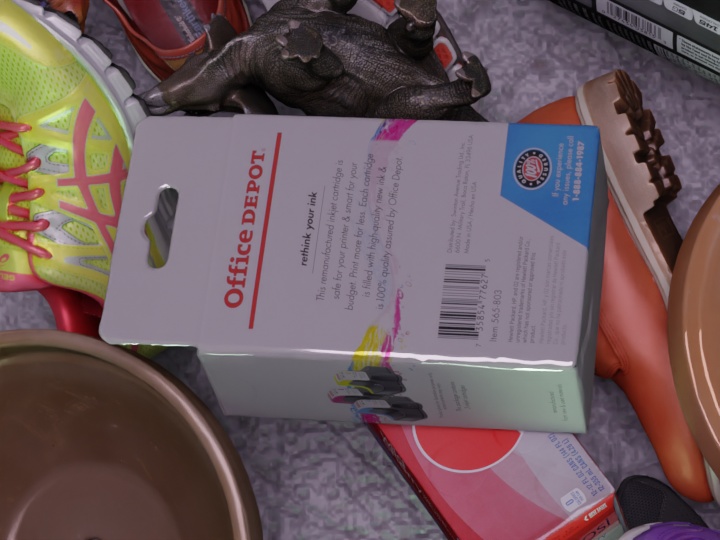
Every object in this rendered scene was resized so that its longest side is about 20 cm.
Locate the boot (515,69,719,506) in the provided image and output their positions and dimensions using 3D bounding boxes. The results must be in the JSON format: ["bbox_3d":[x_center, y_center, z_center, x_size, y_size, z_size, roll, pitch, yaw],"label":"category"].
[{"bbox_3d":[0.108,0.022,1.300,0.107,0.075,0.200,-23,82,16],"label":"boot"}]

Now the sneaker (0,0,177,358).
[{"bbox_3d":[-0.133,-0.032,1.263,0.090,0.078,0.200,-40,119,-24],"label":"sneaker"}]

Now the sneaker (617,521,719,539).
[{"bbox_3d":[0.195,0.150,1.210,0.200,0.088,0.081,24,57,-27],"label":"sneaker"}]

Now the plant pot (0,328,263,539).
[{"bbox_3d":[-0.130,0.127,1.272,0.201,0.093,0.201,-1,87,15],"label":"plant pot"}]

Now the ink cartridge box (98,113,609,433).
[{"bbox_3d":[0.000,0.000,1.223,0.200,0.068,0.115,3,63,10],"label":"ink cartridge box"}]

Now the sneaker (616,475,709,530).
[{"bbox_3d":[0.075,0.166,1.277,0.200,0.074,0.085,-31,74,-10],"label":"sneaker"}]

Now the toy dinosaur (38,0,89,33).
[{"bbox_3d":[-0.209,-0.073,1.298,0.105,0.200,0.181,47,118,-5],"label":"toy dinosaur"}]

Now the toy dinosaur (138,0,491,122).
[{"bbox_3d":[0.004,-0.085,1.272,0.200,0.102,0.077,12,69,-8],"label":"toy dinosaur"}]

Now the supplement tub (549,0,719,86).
[{"bbox_3d":[0.173,-0.141,1.270,0.200,0.123,0.123,28,83,21],"label":"supplement tub"}]

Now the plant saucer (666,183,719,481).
[{"bbox_3d":[0.230,0.031,1.261,0.200,0.032,0.201,5,75,-20],"label":"plant saucer"}]

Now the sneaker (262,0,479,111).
[{"bbox_3d":[-0.011,-0.143,1.327,0.077,0.082,0.200,-33,104,31],"label":"sneaker"}]

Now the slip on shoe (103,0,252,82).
[{"bbox_3d":[-0.115,-0.170,1.346,0.074,0.061,0.200,-32,78,0],"label":"slip on shoe"}]

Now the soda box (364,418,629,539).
[{"bbox_3d":[0.035,0.053,1.265,0.070,0.063,0.200,-34,62,-5],"label":"soda box"}]
